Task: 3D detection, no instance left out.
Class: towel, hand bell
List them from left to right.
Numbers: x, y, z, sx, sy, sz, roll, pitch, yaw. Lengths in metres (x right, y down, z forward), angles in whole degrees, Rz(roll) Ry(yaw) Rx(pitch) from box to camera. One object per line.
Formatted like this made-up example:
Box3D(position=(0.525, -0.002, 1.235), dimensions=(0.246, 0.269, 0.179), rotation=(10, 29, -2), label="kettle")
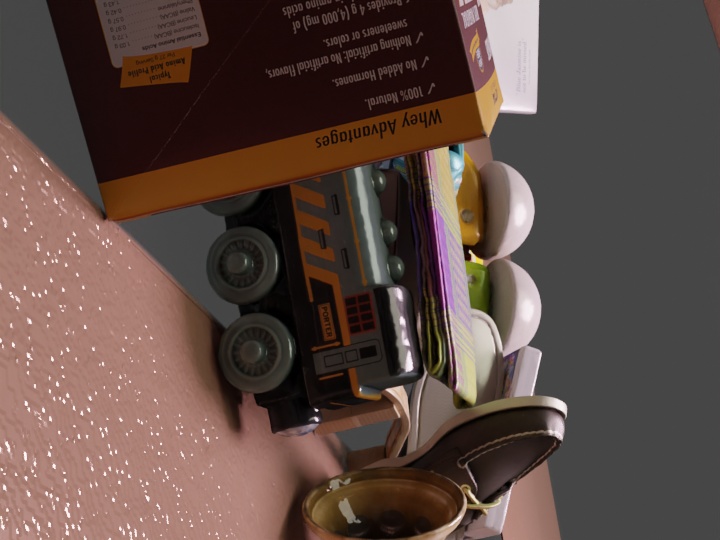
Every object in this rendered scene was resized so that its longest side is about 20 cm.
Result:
Box3D(position=(0.020, 0.242, 0.941), dimensions=(0.104, 0.103, 0.203), rotation=(-68, 157, -71), label="hand bell")
Box3D(position=(0.048, -0.017, 0.913), dimensions=(0.144, 0.022, 0.203), rotation=(44, 38, -76), label="towel")

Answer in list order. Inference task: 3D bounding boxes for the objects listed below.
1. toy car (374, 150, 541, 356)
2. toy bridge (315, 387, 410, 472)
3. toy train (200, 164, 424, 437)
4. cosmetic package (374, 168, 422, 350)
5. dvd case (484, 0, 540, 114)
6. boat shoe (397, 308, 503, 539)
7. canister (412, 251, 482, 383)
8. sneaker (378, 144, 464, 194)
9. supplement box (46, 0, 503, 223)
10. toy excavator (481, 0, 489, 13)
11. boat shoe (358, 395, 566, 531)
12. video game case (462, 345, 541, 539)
Box3D(position=(0.048, -0.004, 1.207), dimensions=(0.150, 0.173, 0.203), rotation=(138, -44, -57), label="toy car")
Box3D(position=(-0.002, 0.094, 1.011), dimensions=(0.201, 0.066, 0.027), rotation=(64, 17, -51), label="toy bridge")
Box3D(position=(-0.030, -0.006, 0.860), dimensions=(0.085, 0.112, 0.203), rotation=(35, 44, -74), label="toy train")
Box3D(position=(0.000, 0.000, 1.001), dimensions=(0.200, 0.102, 0.089), rotation=(46, 47, -72), label="cosmetic package")
Box3D(position=(0.090, -0.213, 1.268), dimensions=(0.198, 0.017, 0.145), rotation=(-3, 96, -44), label="dvd case")
Box3D(position=(0.060, 0.129, 1.115), dimensions=(0.060, 0.073, 0.203), rotation=(173, -73, -71), label="boat shoe")
Box3D(position=(0.069, 0.000, 1.428), dimensions=(0.201, 0.085, 0.150), rotation=(-83, 157, -56), label="canister")
Box3D(position=(0.056, -0.111, 1.121), dimensions=(0.201, 0.077, 0.080), rotation=(-92, -155, -52), label="sneaker")
Box3D(position=(-0.045, -0.152, 0.731), dimensions=(0.133, 0.195, 0.203), rotation=(-57, 134, -74), label="supplement box")
Box3D(position=(0.010, -0.160, 1.071), dimensions=(0.101, 0.193, 0.200), rotation=(57, 5, -11), label="toy excavator")
Box3D(position=(0.065, 0.148, 0.990), dimensions=(0.071, 0.200, 0.061), rotation=(24, 47, -34), label="boat shoe")
Box3D(position=(0.089, 0.148, 1.171), dimensions=(0.200, 0.018, 0.145), rotation=(136, -30, -70), label="video game case")
